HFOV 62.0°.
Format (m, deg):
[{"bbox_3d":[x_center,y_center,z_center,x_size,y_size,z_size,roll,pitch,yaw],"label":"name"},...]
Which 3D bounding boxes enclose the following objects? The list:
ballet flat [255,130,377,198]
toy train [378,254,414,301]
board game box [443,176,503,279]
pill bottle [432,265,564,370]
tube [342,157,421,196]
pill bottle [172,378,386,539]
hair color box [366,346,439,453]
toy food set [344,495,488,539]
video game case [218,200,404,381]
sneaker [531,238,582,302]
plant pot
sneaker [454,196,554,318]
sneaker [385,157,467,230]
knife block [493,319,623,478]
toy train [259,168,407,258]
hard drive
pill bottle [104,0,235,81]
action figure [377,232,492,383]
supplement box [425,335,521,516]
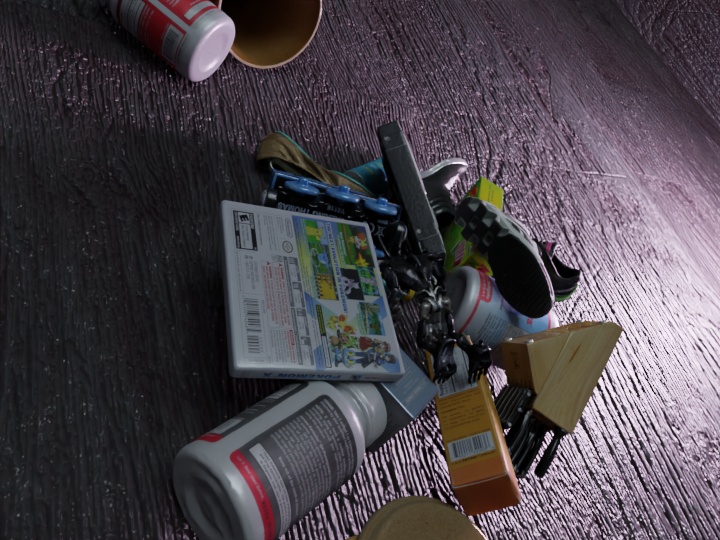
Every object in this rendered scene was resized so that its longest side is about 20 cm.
[{"bbox_3d":[-0.069,-0.124,0.873,0.199,0.068,0.073,35,61,-4],"label":"ballet flat"},{"bbox_3d":[0.000,0.000,0.811,0.151,0.056,0.199,50,43,12],"label":"toy train"},{"bbox_3d":[0.173,-0.049,0.944,0.047,0.102,0.201,29,42,-11],"label":"board game box"},{"bbox_3d":[0.205,0.082,0.846,0.199,0.109,0.109,25,43,-15],"label":"pill bottle"},{"bbox_3d":[0.040,-0.158,0.992,0.078,0.050,0.200,54,38,4],"label":"tube"},{"bbox_3d":[-0.066,0.171,0.570,0.199,0.111,0.111,-24,70,-45],"label":"pill bottle"},{"bbox_3d":[-0.018,0.097,0.678,0.200,0.099,0.061,46,44,8],"label":"hair color box"},{"bbox_3d":[0.069,0.323,0.580,0.199,0.049,0.198,-23,69,-46],"label":"toy food set"},{"bbox_3d":[-0.055,0.020,0.631,0.181,0.022,0.201,7,52,-27],"label":"video game case"},{"bbox_3d":[0.296,-0.033,1.031,0.199,0.084,0.077,36,41,-3],"label":"sneaker"},{"bbox_3d":[-0.191,-0.481,1.028,0.185,0.187,0.200,-4,43,-38],"label":"plant pot"},{"bbox_3d":[0.214,-0.023,0.814,0.088,0.074,0.201,4,47,-38],"label":"sneaker"},{"bbox_3d":[0.137,-0.123,1.012,0.199,0.071,0.099,-28,73,-40],"label":"sneaker"},{"bbox_3d":[0.249,0.166,0.765,0.198,0.064,0.178,-11,91,-19],"label":"knife block"},{"bbox_3d":[-0.038,-0.076,0.795,0.198,0.088,0.114,12,14,-16],"label":"toy train"},{"bbox_3d":[0.074,-0.096,0.865,0.037,0.140,0.202,-18,75,2],"label":"hard drive"},{"bbox_3d":[-0.298,-0.389,0.900,0.199,0.112,0.112,39,41,0],"label":"pill bottle"},{"bbox_3d":[0.069,0.048,0.723,0.118,0.103,0.201,-4,45,-30],"label":"action figure"},{"bbox_3d":[0.128,0.174,0.704,0.201,0.068,0.067,-92,159,-51],"label":"supplement box"}]
